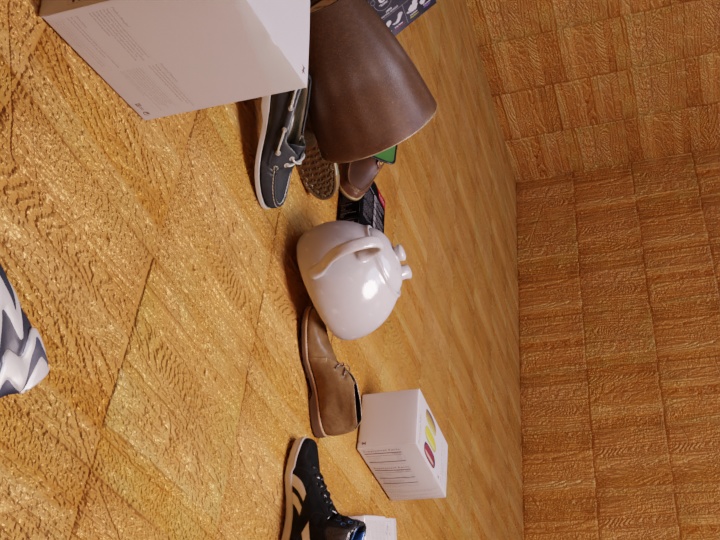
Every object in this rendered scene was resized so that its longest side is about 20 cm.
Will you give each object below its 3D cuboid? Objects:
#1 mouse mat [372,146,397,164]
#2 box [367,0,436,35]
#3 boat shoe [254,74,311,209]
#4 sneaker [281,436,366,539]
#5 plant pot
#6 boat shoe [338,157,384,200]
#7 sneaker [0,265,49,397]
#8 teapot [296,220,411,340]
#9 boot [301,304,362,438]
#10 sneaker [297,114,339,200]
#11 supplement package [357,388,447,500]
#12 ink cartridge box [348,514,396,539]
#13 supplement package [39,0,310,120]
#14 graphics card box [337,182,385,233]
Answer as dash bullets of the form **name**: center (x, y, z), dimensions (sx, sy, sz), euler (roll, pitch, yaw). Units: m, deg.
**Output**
- **mouse mat**: center (-0.002, -0.280, 1.596), dimensions (0.008, 0.160, 0.201), euler (125, -20, -45)
- **box**: center (0.015, -0.510, 1.575), dimensions (0.200, 0.132, 0.115), euler (43, -11, 38)
- **boat shoe**: center (-0.105, -0.178, 1.252), dimensions (0.076, 0.060, 0.202), euler (-48, 147, -61)
- **sneaker**: center (-0.043, 0.322, 1.225), dimensions (0.073, 0.111, 0.202), euler (58, 30, -54)
- **plant pot**: center (-0.012, -0.287, 1.279), dimensions (0.201, 0.185, 0.188), euler (64, 24, -27)
- **boat shoe**: center (0.013, -0.207, 1.598), dimensions (0.072, 0.067, 0.201), euler (37, 47, -16)
- **sneaker**: center (-0.293, 0.048, 0.617), dimensions (0.199, 0.079, 0.131), euler (-52, 130, -66)
- **teapot**: center (0.000, 0.000, 1.378), dimensions (0.198, 0.145, 0.201), euler (60, 13, -28)
- **boot**: center (-0.042, 0.149, 1.365), dimensions (0.074, 0.075, 0.202), euler (-10, 90, -69)
- **sneaker**: center (-0.071, -0.220, 1.436), dimensions (0.090, 0.066, 0.202), euler (-65, 140, -51)
- **supplement package**: center (0.079, 0.315, 1.614), dimensions (0.201, 0.108, 0.115), euler (63, 26, -46)
- **ink cartridge box**: center (0.018, 0.483, 1.466), dimensions (0.200, 0.050, 0.163), euler (45, 40, -68)
- **supplement package**: center (-0.177, -0.279, 0.918), dimensions (0.191, 0.198, 0.149), euler (49, 37, -61)
- **graphics card box**: center (0.002, -0.076, 1.635), dimensions (0.126, 0.050, 0.202), euler (57, 30, -52)
